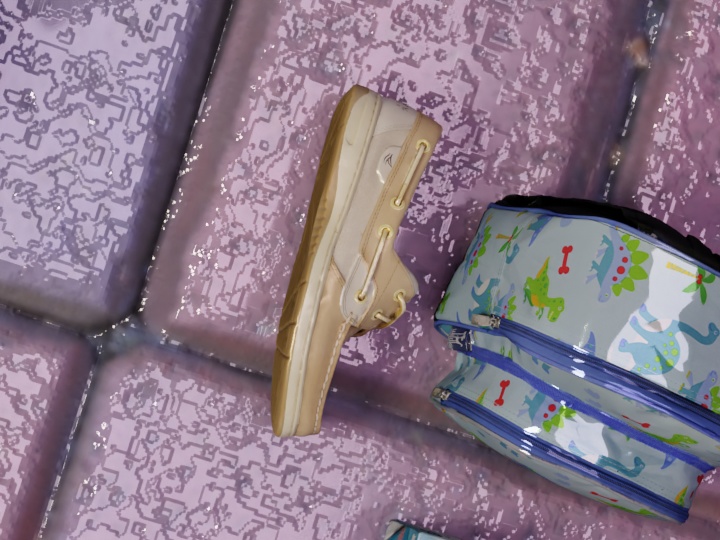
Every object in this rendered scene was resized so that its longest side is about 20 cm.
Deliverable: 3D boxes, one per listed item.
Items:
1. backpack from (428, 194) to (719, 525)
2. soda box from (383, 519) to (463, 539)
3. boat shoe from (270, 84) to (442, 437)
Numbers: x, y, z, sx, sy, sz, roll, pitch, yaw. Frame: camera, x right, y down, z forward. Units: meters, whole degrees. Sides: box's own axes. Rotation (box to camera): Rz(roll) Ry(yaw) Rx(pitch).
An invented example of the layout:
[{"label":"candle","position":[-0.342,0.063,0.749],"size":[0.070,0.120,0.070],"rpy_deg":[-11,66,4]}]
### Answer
[{"label":"backpack","position":[0.143,0.051,1.103],"size":[0.183,0.200,0.147],"rpy_deg":[25,84,-14]},{"label":"soda box","position":[0.024,0.246,1.142],"size":[0.068,0.064,0.201],"rpy_deg":[19,84,-14]},{"label":"boat shoe","position":[0.000,0.000,1.130],"size":[0.069,0.074,0.201],"rpy_deg":[15,85,-9]}]
